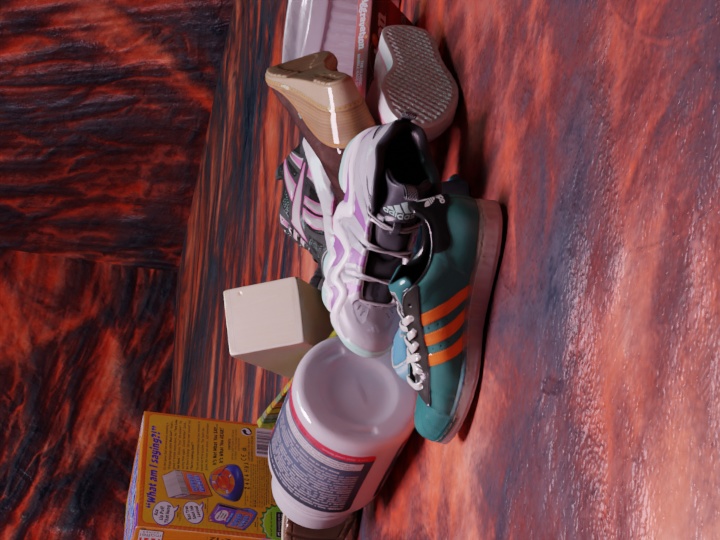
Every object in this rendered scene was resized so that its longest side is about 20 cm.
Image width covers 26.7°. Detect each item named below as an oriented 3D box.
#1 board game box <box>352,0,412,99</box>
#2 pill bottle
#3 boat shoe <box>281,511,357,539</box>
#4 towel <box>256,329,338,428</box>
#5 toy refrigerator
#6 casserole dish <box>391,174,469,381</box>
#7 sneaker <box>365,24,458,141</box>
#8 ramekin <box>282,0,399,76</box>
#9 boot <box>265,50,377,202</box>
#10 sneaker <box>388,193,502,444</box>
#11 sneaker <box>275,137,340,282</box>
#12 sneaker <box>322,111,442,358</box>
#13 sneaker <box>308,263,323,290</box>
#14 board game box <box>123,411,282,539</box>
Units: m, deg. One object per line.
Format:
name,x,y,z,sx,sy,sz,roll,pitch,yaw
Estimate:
board game box,0.020,-0.181,1.548,0.103,0.019,0.202,32,-122,-59
pill bottle,-0.024,0.160,1.425,0.201,0.118,0.120,113,161,-53
boat shoe,-0.032,0.209,1.578,0.075,0.074,0.204,-173,103,-81
towel,-0.022,0.089,1.450,0.018,0.086,0.200,57,132,20
toy refrigerator,-0.062,0.058,1.487,0.200,0.075,0.071,34,-133,-69
casserole dish,0.059,0.011,1.326,0.121,0.038,0.202,132,145,-69
sneaker,0.043,-0.144,1.423,0.201,0.075,0.105,-95,15,-57
ramekin,-0.022,-0.297,1.763,0.200,0.104,0.202,-173,90,-79
boot,-0.027,-0.114,1.436,0.200,0.072,0.168,-137,29,-66
sneaker,0.055,0.037,1.210,0.071,0.079,0.202,-140,57,-74
sneaker,-0.037,-0.045,1.513,0.086,0.080,0.201,-35,47,29
sneaker,0.022,-0.034,1.256,0.140,0.077,0.202,152,120,-69
sneaker,-0.016,-0.005,1.662,0.091,0.075,0.202,102,179,-74
board game box,-0.210,0.338,2.031,0.201,0.198,0.201,-94,17,-49
